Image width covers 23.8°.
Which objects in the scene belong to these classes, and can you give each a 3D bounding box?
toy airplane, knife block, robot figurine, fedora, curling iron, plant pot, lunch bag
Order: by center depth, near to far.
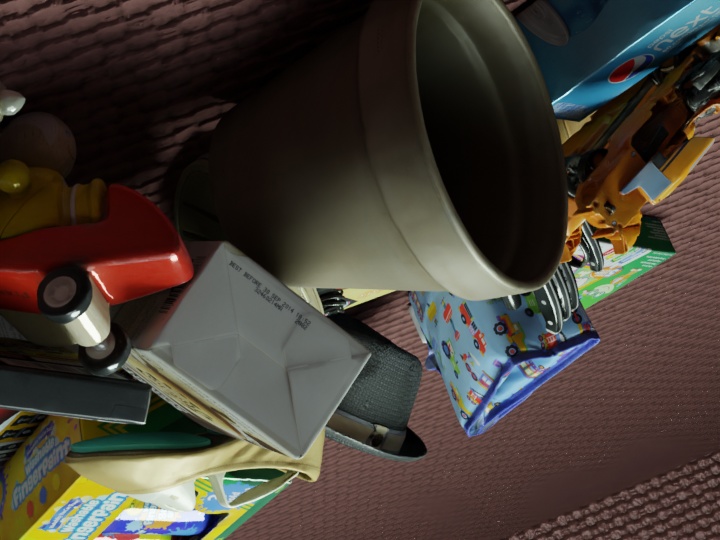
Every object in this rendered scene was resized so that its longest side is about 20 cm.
[{"bbox_3d":[-0.210,-0.028,0.971,0.199,0.142,0.200,27,151,-21],"label":"toy airplane"},{"bbox_3d":[0.008,-0.066,1.047,0.173,0.201,0.200,-14,167,28],"label":"plant pot"},{"bbox_3d":[0.194,-0.094,1.143,0.200,0.058,0.145,-47,-164,-20],"label":"robot figurine"},{"bbox_3d":[0.108,-0.044,1.214,0.064,0.176,0.200,12,-174,36],"label":"knife block"},{"bbox_3d":[0.000,0.000,1.266,0.049,0.026,0.200,-1,164,-30],"label":"curling iron"},{"bbox_3d":[0.097,0.045,1.473,0.094,0.151,0.200,-14,159,-28],"label":"lunch bag"},{"bbox_3d":[-0.014,0.092,1.528,0.092,0.200,0.200,-63,154,4],"label":"fedora"}]

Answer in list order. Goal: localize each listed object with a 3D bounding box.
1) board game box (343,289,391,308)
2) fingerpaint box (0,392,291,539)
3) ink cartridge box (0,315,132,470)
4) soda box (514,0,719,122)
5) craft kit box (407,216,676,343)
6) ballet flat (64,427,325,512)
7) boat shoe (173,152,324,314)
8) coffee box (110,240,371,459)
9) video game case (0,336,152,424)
[{"bbox_3d":[-0.035,0.001,1.377,0.199,0.035,0.136,-20,161,-12],"label":"board game box"},{"bbox_3d":[-0.173,0.165,1.276,0.166,0.074,0.200,8,146,-33],"label":"fingerpaint box"},{"bbox_3d":[-0.244,0.078,1.259,0.175,0.084,0.200,-6,154,-44],"label":"ink cartridge box"},{"bbox_3d":[0.186,-0.177,1.101,0.200,0.068,0.064,-35,160,31],"label":"soda box"},{"bbox_3d":[0.176,0.009,1.644,0.197,0.049,0.200,-31,160,30],"label":"craft kit box"},{"bbox_3d":[-0.105,0.134,1.165,0.199,0.063,0.069,-7,-175,-34],"label":"ballet flat"},{"bbox_3d":[-0.072,-0.004,1.182,0.068,0.075,0.201,-39,134,-31],"label":"boat shoe"},{"bbox_3d":[-0.090,0.044,1.044,0.080,0.113,0.200,-56,-163,-11],"label":"coffee box"},{"bbox_3d":[-0.244,0.054,0.996,0.199,0.026,0.181,10,-179,-27],"label":"video game case"}]
